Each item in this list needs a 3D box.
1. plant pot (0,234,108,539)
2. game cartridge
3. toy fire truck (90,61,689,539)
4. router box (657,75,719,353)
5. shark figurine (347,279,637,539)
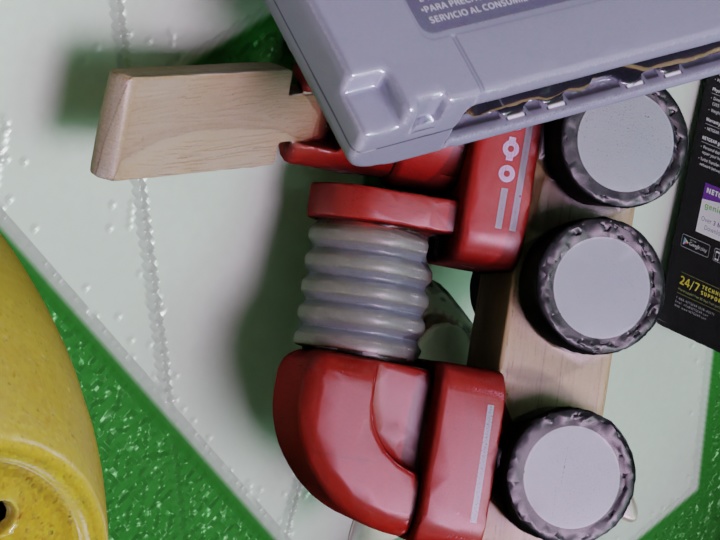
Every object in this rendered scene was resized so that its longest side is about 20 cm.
[{"bbox_3d":[-0.151,0.066,0.623,0.199,0.142,0.201,-21,124,-35],"label":"plant pot"},{"bbox_3d":[0.053,-0.115,0.734,0.199,0.134,0.041,-16,161,-28],"label":"game cartridge"},{"bbox_3d":[0.000,0.000,0.752,0.199,0.129,0.177,10,87,-11],"label":"toy fire truck"},{"bbox_3d":[0.226,-0.047,0.982,0.199,0.051,0.150,-7,113,-41],"label":"router box"},{"bbox_3d":[0.019,0.120,0.860,0.128,0.089,0.216,25,84,-13],"label":"shark figurine"}]
